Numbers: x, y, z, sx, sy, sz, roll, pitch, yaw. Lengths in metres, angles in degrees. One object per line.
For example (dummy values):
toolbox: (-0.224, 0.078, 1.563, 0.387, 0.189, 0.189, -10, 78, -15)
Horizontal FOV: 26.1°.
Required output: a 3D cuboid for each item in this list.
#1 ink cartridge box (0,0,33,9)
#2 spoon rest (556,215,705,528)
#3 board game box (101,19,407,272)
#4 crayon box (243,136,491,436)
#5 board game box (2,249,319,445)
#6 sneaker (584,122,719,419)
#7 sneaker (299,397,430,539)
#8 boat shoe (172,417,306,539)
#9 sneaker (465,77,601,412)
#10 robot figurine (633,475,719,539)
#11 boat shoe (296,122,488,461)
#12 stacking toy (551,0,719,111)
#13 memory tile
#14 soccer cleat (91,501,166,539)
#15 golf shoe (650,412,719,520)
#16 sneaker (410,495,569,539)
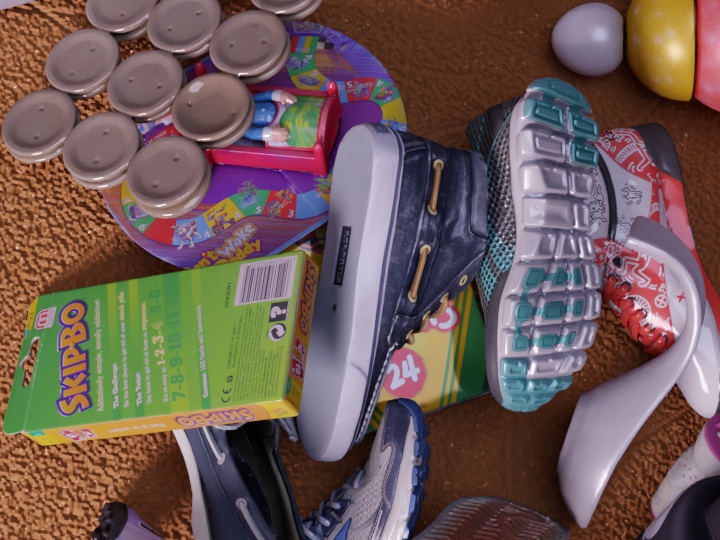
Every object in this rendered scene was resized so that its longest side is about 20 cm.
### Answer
ink cartridge box: (-0.234, -0.272, 0.974, 0.114, 0.068, 0.203, -14, 84, -1)
spoon rest: (0.167, 0.070, 0.957, 0.060, 0.099, 0.202, 17, 117, 12)
board game box: (-0.069, -0.090, 0.964, 0.199, 0.039, 0.158, -33, 60, -14)
crayon box: (0.000, 0.000, 0.993, 0.125, 0.051, 0.202, -17, 84, -12)
board game box: (-0.120, 0.048, 0.915, 0.198, 0.030, 0.097, -8, 58, 24)
sneaker: (0.170, 0.009, 1.016, 0.107, 0.067, 0.204, -12, 80, -11)
sneaker: (-0.015, 0.169, 0.939, 0.084, 0.077, 0.202, 18, 94, 6)
boat shoe: (-0.075, 0.100, 0.925, 0.061, 0.075, 0.202, -30, 56, 25)
sneaker: (0.098, -0.014, 0.968, 0.077, 0.091, 0.203, 9, 83, -33)
robot figurine: (0.209, 0.205, 0.925, 0.149, 0.201, 0.125, 34, 44, 3)
boat shoe: (0.023, 0.018, 0.930, 0.090, 0.071, 0.203, 9, 94, -28)
stacking toy: (0.227, -0.161, 1.039, 0.197, 0.146, 0.148, 1, 80, 7)
memory tile: (-0.119, -0.132, 0.963, 0.152, 0.017, 0.201, 19, 66, 24)
soccer cleat: (-0.115, 0.184, 0.874, 0.072, 0.200, 0.069, 19, 91, -19)
golf shoe: (0.275, 0.168, 1.015, 0.199, 0.076, 0.092, 32, 120, -20)
sneaker: (0.061, 0.194, 0.930, 0.071, 0.199, 0.081, 24, 108, 26)
